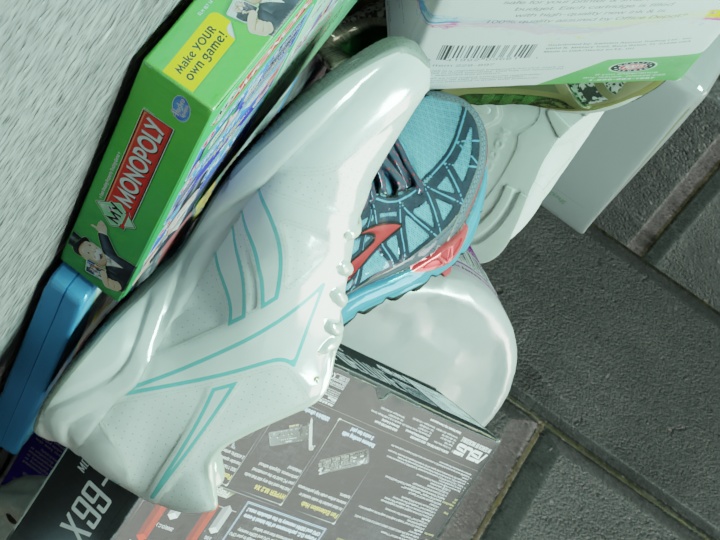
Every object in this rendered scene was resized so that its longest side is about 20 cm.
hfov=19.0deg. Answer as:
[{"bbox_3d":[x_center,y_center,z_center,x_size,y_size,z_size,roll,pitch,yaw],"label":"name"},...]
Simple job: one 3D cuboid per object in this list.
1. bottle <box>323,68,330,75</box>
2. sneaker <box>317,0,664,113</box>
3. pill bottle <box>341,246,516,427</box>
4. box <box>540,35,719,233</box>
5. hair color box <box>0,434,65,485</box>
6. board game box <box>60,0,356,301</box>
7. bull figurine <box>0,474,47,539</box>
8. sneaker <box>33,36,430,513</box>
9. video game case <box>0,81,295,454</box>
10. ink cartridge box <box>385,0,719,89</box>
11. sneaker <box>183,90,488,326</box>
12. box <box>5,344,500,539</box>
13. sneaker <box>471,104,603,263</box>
[{"bbox_3d":[0.052,-0.148,1.172,0.200,0.083,0.065,-59,-160,25],"label":"bottle"},{"bbox_3d":[0.065,-0.110,1.076,0.089,0.199,0.077,-21,106,-62],"label":"sneaker"},{"bbox_3d":[0.000,0.000,1.095,0.112,0.112,0.200,-55,-151,19],"label":"pill bottle"},{"bbox_3d":[0.148,-0.177,1.467,0.171,0.199,0.200,-54,179,-34],"label":"box"},{"bbox_3d":[-0.123,0.081,1.053,0.200,0.065,0.109,-54,180,37],"label":"hair color box"},{"bbox_3d":[-0.026,-0.094,0.752,0.200,0.029,0.135,-55,179,-33],"label":"board game box"},{"bbox_3d":[-0.119,0.151,0.987,0.121,0.200,0.065,-38,-128,27],"label":"bull figurine"},{"bbox_3d":[-0.032,0.002,0.794,0.200,0.080,0.070,-51,-176,10],"label":"sneaker"},{"bbox_3d":[-0.076,-0.029,0.867,0.200,0.018,0.143,-54,180,-33],"label":"video game case"},{"bbox_3d":[0.094,-0.148,0.935,0.200,0.145,0.088,122,-35,-77],"label":"ink cartridge box"},{"bbox_3d":[-0.006,-0.028,0.950,0.200,0.079,0.096,-41,157,-33],"label":"sneaker"},{"bbox_3d":[-0.045,0.103,0.921,0.158,0.050,0.200,-56,142,5],"label":"box"},{"bbox_3d":[0.101,-0.097,1.161,0.200,0.076,0.080,-55,168,25],"label":"sneaker"}]
